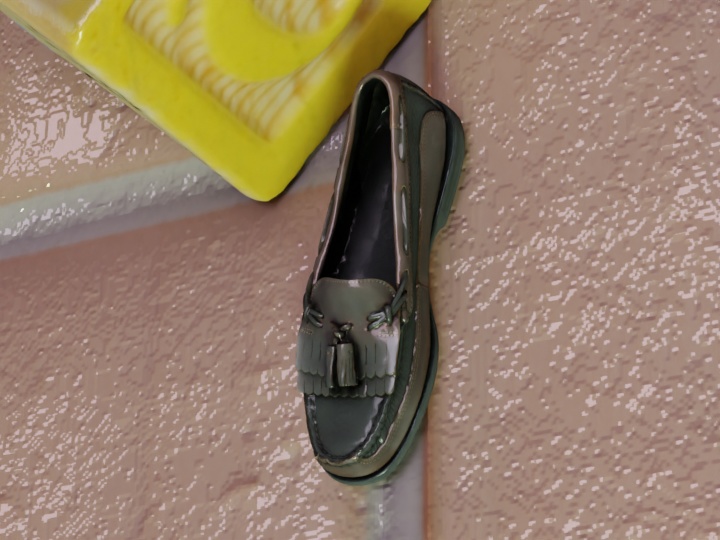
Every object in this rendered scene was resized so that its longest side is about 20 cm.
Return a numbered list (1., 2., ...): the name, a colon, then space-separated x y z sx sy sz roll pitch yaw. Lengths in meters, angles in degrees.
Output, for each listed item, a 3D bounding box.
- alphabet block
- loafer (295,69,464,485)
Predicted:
1. alphabet block: -0.094 -0.186 1.228 0.200 0.195 0.196 37 90 36
2. loafer: 0.000 0.000 1.165 0.072 0.063 0.200 -2 67 29
